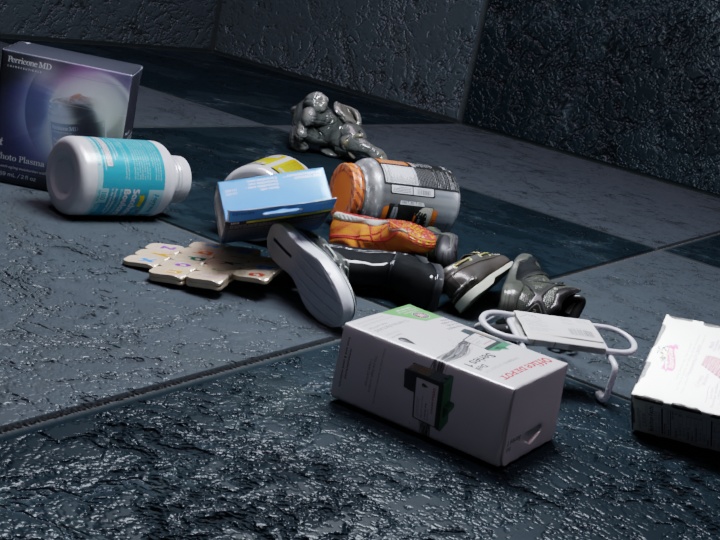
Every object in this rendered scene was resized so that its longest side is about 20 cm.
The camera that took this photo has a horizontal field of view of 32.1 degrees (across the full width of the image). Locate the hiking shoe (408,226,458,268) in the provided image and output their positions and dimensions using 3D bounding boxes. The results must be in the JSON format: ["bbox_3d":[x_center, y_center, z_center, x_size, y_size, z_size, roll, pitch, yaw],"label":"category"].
[{"bbox_3d":[0.085,-0.024,1.855,0.099,0.077,0.200,0,7,-11],"label":"hiking shoe"}]

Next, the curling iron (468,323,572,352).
[{"bbox_3d":[0.197,0.081,1.602,0.197,0.026,0.050,6,12,-24],"label":"curling iron"}]

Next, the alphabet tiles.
[{"bbox_3d":[-0.199,-0.007,1.622,0.193,0.015,0.200,7,13,9],"label":"alphabet tiles"}]

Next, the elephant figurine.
[{"bbox_3d":[-0.048,-0.294,2.709,0.198,0.157,0.142,19,-32,-18],"label":"elephant figurine"}]

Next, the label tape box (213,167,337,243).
[{"bbox_3d":[-0.115,-0.091,1.639,0.141,0.067,0.200,-9,-9,-10],"label":"label tape box"}]

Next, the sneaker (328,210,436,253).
[{"bbox_3d":[0.034,-0.039,1.811,0.072,0.078,0.199,7,2,-43],"label":"sneaker"}]

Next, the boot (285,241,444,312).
[{"bbox_3d":[0.000,0.000,1.668,0.197,0.067,0.165,12,6,-13],"label":"boot"}]

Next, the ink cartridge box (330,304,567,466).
[{"bbox_3d":[0.093,0.112,1.276,0.198,0.085,0.146,19,16,27],"label":"ink cartridge box"}]

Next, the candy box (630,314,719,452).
[{"bbox_3d":[0.408,0.132,1.359,0.198,0.062,0.137,13,45,26],"label":"candy box"}]

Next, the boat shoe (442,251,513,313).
[{"bbox_3d":[0.163,0.002,1.759,0.061,0.072,0.201,47,22,6],"label":"boat shoe"}]

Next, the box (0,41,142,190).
[{"bbox_3d":[-0.449,-0.227,1.903,0.197,0.201,0.123,10,14,-5],"label":"box"}]

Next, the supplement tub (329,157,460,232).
[{"bbox_3d":[0.054,-0.119,2.065,0.198,0.124,0.122,4,16,-27],"label":"supplement tub"}]

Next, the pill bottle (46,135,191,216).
[{"bbox_3d":[-0.344,-0.135,1.812,0.198,0.112,0.110,-2,19,-43],"label":"pill bottle"}]

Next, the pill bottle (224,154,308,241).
[{"bbox_3d":[-0.135,-0.115,1.910,0.111,0.114,0.200,15,14,11],"label":"pill bottle"}]

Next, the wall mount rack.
[{"bbox_3d":[0.220,0.086,1.495,0.197,0.075,0.174,9,24,-14],"label":"wall mount rack"}]

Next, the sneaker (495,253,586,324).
[{"bbox_3d":[0.251,0.037,1.730,0.113,0.077,0.200,15,17,6],"label":"sneaker"}]

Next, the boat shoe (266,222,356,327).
[{"bbox_3d":[-0.046,-0.003,1.566,0.070,0.073,0.200,-2,36,-32],"label":"boat shoe"}]
